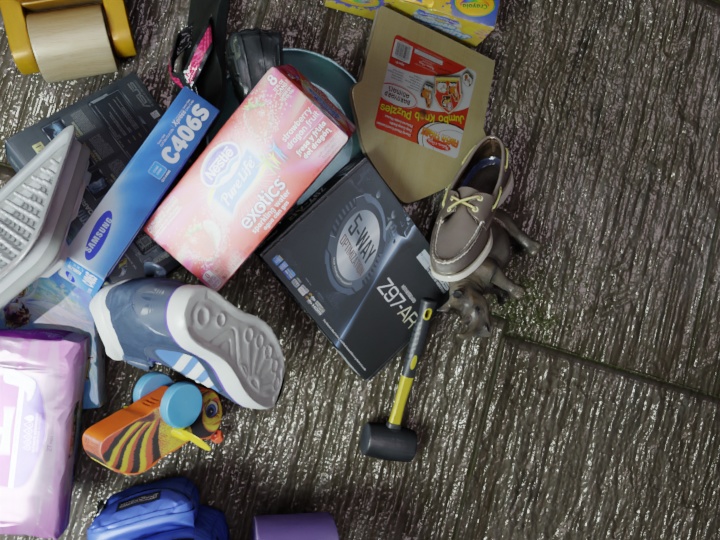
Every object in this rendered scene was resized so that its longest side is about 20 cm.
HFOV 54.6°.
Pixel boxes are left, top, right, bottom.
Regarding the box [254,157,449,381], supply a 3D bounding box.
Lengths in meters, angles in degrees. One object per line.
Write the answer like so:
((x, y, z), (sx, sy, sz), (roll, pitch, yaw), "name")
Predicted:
((0.000, 0.000, 0.798), (0.160, 0.043, 0.201), (-41, 110, -10), "box")

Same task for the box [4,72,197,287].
((-0.249, -0.086, 0.743), (0.157, 0.051, 0.201), (-40, 97, -29), "box")

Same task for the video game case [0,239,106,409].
((-0.377, 0.059, 0.738), (0.197, 0.045, 0.184), (-2, 90, -12), "video game case")

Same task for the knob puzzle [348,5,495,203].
((0.067, -0.180, 0.831), (0.217, 0.030, 0.224), (-4, 98, -29), "knob puzzle")

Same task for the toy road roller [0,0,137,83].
((-0.313, -0.308, 0.706), (0.121, 0.146, 0.203), (-14, 92, -11), "toy road roller")

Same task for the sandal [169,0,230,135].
((-0.183, -0.245, 0.769), (0.074, 0.045, 0.203), (-2, 81, 33), "sandal")

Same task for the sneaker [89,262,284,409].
((-0.176, 0.072, 0.694), (0.144, 0.200, 0.082), (1, 60, 26), "sneaker")

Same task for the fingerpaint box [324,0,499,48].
((0.070, -0.379, 0.825), (0.197, 0.073, 0.170), (11, 86, -11), "fingerpaint box")

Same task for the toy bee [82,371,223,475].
((-0.187, 0.159, 0.746), (0.198, 0.131, 0.110), (-28, 119, -21), "toy bee")

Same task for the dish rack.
((-0.314, -0.024, 0.629), (0.199, 0.173, 0.043), (-32, 131, 26), "dish rack")

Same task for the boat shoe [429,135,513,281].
((0.125, -0.074, 0.794), (0.201, 0.071, 0.060), (-58, 145, -35), "boat shoe")

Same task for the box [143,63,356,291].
((-0.103, -0.091, 0.672), (0.095, 0.100, 0.200), (41, 105, -9), "box")

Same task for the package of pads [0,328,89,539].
((-0.341, 0.157, 0.685), (0.119, 0.076, 0.203), (6, 91, -12), "package of pads")

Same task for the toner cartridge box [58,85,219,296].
((-0.214, -0.076, 0.675), (0.043, 0.095, 0.202), (34, 66, -15), "toner cartridge box")

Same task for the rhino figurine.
((0.143, 0.004, 0.807), (0.087, 0.060, 0.201), (35, 52, -6), "rhino figurine")

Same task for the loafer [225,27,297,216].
((-0.092, -0.160, 0.753), (0.069, 0.068, 0.204), (-13, 94, -17), "loafer")

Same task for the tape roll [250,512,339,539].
((-0.070, 0.357, 0.718), (0.084, 0.200, 0.204), (1, 89, -11), "tape roll")

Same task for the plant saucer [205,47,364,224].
((-0.079, -0.152, 0.809), (0.197, 0.036, 0.204), (0, 89, -11), "plant saucer")

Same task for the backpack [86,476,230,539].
((-0.207, 0.309, 0.690), (0.160, 0.200, 0.170), (-18, 93, -11), "backpack")

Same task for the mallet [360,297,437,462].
((0.043, 0.127, 0.803), (0.065, 0.041, 0.203), (4, 105, -13), "mallet")
